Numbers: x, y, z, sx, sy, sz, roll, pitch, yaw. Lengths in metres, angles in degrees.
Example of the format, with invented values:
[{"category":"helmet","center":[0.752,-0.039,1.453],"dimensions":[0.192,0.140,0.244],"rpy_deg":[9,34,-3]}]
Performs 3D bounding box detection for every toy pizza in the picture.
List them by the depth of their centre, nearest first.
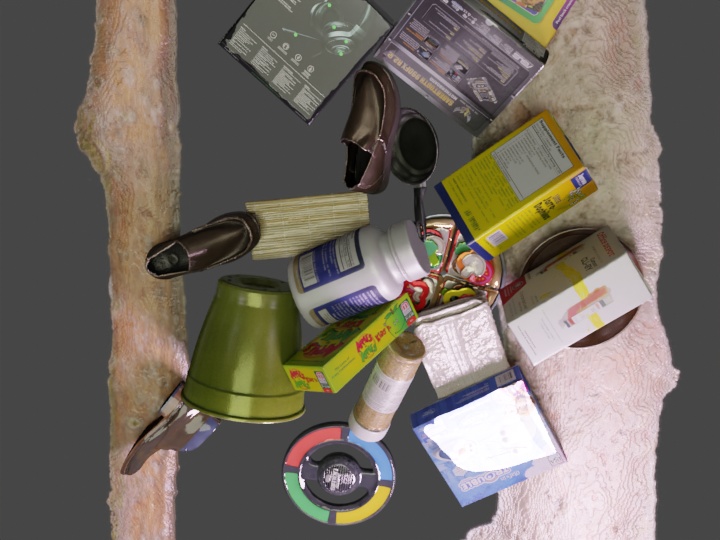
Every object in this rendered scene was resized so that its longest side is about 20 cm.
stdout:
[{"category":"toy pizza","center":[0.131,0.010,1.490],"dimensions":[0.198,0.032,0.203],"rpy_deg":[1,110,3]}]

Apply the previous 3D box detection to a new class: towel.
[{"category":"towel","center":[0.168,0.136,1.515],"dimensions":[0.131,0.035,0.201],"rpy_deg":[-19,119,10]}]

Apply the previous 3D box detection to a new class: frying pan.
[{"category":"frying pan","center":[0.092,-0.151,1.392],"dimensions":[0.115,0.031,0.192],"rpy_deg":[-34,79,49]}]

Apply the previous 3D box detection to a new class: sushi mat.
[{"category":"sushi mat","center":[-0.082,-0.070,1.483],"dimensions":[0.197,0.012,0.097],"rpy_deg":[-5,110,5]}]

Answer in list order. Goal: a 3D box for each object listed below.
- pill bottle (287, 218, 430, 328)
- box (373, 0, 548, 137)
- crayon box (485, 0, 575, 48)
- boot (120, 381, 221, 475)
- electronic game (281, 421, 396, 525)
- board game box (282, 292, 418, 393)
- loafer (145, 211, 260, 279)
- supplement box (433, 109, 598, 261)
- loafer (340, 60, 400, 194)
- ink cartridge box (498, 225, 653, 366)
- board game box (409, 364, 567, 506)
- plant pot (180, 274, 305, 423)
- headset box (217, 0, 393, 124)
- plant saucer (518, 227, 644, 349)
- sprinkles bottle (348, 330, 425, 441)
[{"category":"pill bottle","center":[0.000,0.000,1.437],"dimensions":[0.198,0.120,0.121],"rpy_deg":[-22,108,17]},{"category":"box","center":[0.142,-0.308,1.337],"dimensions":[0.199,0.049,0.158],"rpy_deg":[36,132,-9]},{"category":"crayon box","center":[0.239,-0.443,1.307],"dimensions":[0.172,0.058,0.201],"rpy_deg":[31,110,-6]},{"category":"boot","center":[-0.323,0.292,1.594],"dimensions":[0.097,0.075,0.201],"rpy_deg":[36,106,-7]},{"category":"electronic game","center":[-0.037,0.350,1.616],"dimensions":[0.197,0.042,0.202],"rpy_deg":[1,110,3]},{"category":"board game box","center":[-0.013,0.107,1.435],"dimensions":[0.101,0.200,0.048],"rpy_deg":[-4,118,50]},{"category":"loafer","center":[-0.248,-0.028,1.462],"dimensions":[0.198,0.071,0.074],"rpy_deg":[-23,100,12]},{"category":"supplement box","center":[0.228,-0.121,1.376],"dimensions":[0.199,0.109,0.110],"rpy_deg":[-33,67,14]},{"category":"loafer","center":[0.011,-0.204,1.385],"dimensions":[0.073,0.071,0.202],"rpy_deg":[17,116,38]},{"category":"ink cartridge box","center":[0.314,0.033,1.394],"dimensions":[0.199,0.145,0.084],"rpy_deg":[-32,104,13]},{"category":"board game box","center":[0.213,0.278,1.557],"dimensions":[0.198,0.044,0.200],"rpy_deg":[-26,119,12]},{"category":"plant pot","center":[-0.170,0.112,1.472],"dimensions":[0.198,0.200,0.195],"rpy_deg":[9,99,0]},{"category":"headset box","center":[-0.071,-0.345,1.340],"dimensions":[0.174,0.093,0.200],"rpy_deg":[39,107,-10]},{"category":"plant saucer","center":[0.344,0.025,1.483],"dimensions":[0.198,0.035,0.203],"rpy_deg":[1,110,2]},{"category":"sprinkles bottle","center":[0.041,0.188,1.511],"dimensions":[0.068,0.069,0.201],"rpy_deg":[20,127,-4]}]
